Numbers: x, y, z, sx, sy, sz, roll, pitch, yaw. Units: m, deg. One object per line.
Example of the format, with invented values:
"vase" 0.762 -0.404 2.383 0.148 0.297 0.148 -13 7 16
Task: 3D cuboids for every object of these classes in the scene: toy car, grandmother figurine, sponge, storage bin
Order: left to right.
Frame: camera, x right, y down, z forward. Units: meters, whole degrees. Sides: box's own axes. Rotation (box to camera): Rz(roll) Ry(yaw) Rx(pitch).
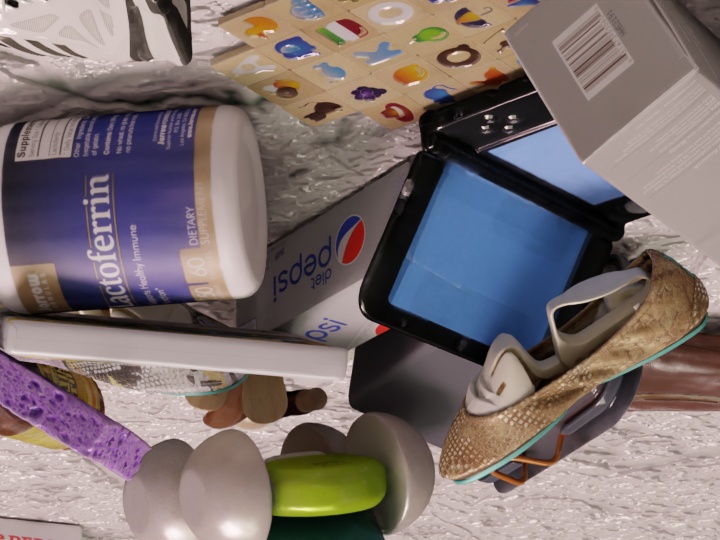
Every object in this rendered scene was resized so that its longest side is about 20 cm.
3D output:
"sponge" -0.223 0.059 1.511 0.200 0.030 0.112 31 175 12
"grandmother figurine" -0.085 0.087 1.790 0.121 0.061 0.200 21 175 6
"toy car" -0.052 0.178 1.701 0.175 0.150 0.200 -4 175 -32
"storage bin" 0.084 0.062 1.716 0.134 0.146 0.200 19 150 -19

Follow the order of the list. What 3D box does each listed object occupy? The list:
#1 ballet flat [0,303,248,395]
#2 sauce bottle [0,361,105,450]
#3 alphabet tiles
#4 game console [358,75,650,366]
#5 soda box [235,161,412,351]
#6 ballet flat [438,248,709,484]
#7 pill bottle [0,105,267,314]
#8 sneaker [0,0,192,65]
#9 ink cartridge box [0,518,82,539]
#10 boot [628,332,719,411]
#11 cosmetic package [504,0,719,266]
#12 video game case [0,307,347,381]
"ballet flat" -0.170 0.036 1.672 0.200 0.072 0.072 9 160 19
"sauce bottle" -0.242 0.087 1.780 0.066 0.066 0.200 -8 169 14
"alphabet tiles" 0.023 -0.129 1.426 0.200 0.006 0.166 -18 152 33
"game console" 0.122 -0.023 1.528 0.176 0.116 0.200 -19 153 35
"soda box" 0.000 0.000 1.643 0.068 0.063 0.200 15 151 -34
"ballet flat" 0.119 0.053 1.557 0.200 0.071 0.065 -36 115 1
"pill bottle" -0.161 -0.033 1.496 0.200 0.116 0.116 -5 156 7
"sneaker" -0.155 -0.153 1.276 0.115 0.076 0.201 -5 158 4
"ink cartridge box" -0.319 0.316 2.172 0.146 0.200 0.084 8 151 -22
"boot" 0.254 0.095 1.871 0.200 0.064 0.186 -2 143 -6
"cosmetic package" 0.176 -0.083 1.393 0.090 0.107 0.200 -41 145 18
"video game case" -0.123 0.045 1.547 0.200 0.023 0.182 6 180 -12
